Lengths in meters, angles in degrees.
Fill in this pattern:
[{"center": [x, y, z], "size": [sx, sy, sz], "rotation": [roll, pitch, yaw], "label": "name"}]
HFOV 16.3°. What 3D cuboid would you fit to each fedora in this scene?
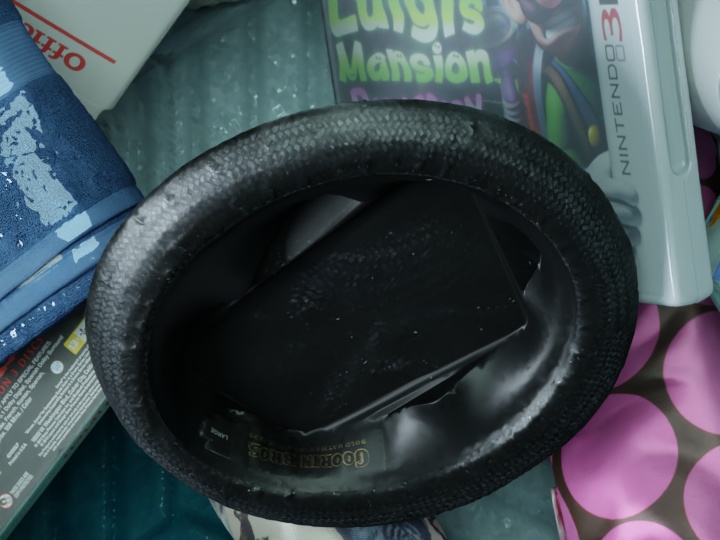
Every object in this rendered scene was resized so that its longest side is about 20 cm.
[{"center": [0.000, 0.000, 0.923], "size": [0.200, 0.201, 0.092], "rotation": [-7, 35, 5], "label": "fedora"}]

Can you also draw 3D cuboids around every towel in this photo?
[{"center": [-0.169, -0.061, 0.943], "size": [0.112, 0.049, 0.200], "rotation": [-36, 84, 15], "label": "towel"}]

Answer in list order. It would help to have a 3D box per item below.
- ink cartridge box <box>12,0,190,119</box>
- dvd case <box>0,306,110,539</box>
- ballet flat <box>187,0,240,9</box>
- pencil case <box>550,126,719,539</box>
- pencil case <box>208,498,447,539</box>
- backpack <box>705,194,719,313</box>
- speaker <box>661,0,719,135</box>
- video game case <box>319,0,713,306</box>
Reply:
[{"center": [-0.114, -0.147, 0.996], "size": [0.117, 0.067, 0.200], "rotation": [31, 118, -16], "label": "ink cartridge box"}, {"center": [-0.196, 0.018, 0.986], "size": [0.200, 0.022, 0.146], "rotation": [37, 91, 8], "label": "dvd case"}, {"center": [-0.014, -0.166, 1.060], "size": [0.200, 0.072, 0.072], "rotation": [-16, 78, 4], "label": "ballet flat"}, {"center": [0.110, 0.035, 0.999], "size": [0.094, 0.091, 0.200], "rotation": [-14, 74, 29], "label": "pencil case"}, {"center": [-0.035, 0.076, 1.008], "size": [0.078, 0.089, 0.200], "rotation": [-28, 76, -29], "label": "pencil case"}, {"center": [0.223, -0.030, 0.951], "size": [0.127, 0.167, 0.200], "rotation": [34, 90, -34], "label": "backpack"}, {"center": [0.109, -0.105, 0.965], "size": [0.081, 0.081, 0.200], "rotation": [-54, 34, -5], "label": "speaker"}, {"center": [0.049, -0.084, 0.955], "size": [0.023, 0.200, 0.182], "rotation": [-16, 103, -33], "label": "video game case"}]
